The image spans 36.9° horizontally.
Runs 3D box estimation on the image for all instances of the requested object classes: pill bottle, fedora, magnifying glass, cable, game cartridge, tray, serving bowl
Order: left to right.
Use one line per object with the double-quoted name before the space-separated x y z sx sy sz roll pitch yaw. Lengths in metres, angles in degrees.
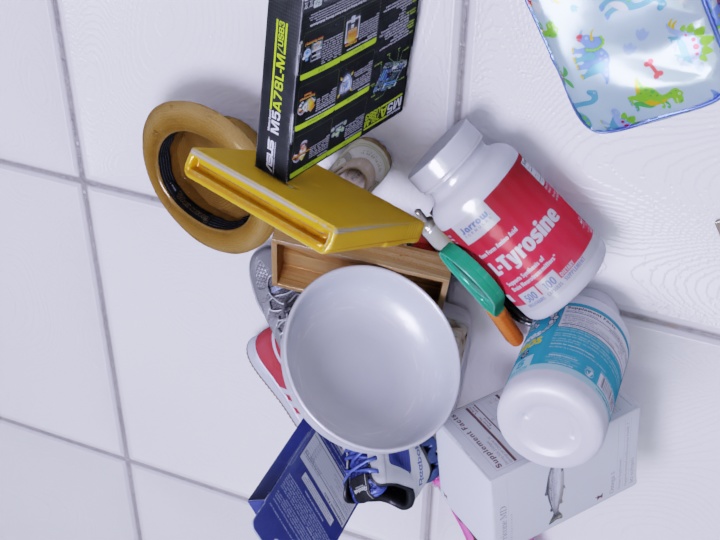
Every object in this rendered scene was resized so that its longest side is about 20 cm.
"fedora" -0.158 -0.117 1.232 0.199 0.082 0.203 22 132 26
"game cartridge" -0.050 -0.070 1.061 0.175 0.199 0.033 30 105 23
"tray" 0.000 0.000 1.207 0.197 0.037 0.099 12 149 3
"serving bowl" 0.004 0.099 1.137 0.199 0.201 0.066 39 149 -4
"cable" 0.122 0.005 1.202 0.200 0.050 0.097 47 129 -11
"magnifying glass" 0.137 0.032 1.160 0.079 0.022 0.200 41 177 37
"pill bottle" 0.147 -0.055 1.107 0.200 0.113 0.112 44 130 -8
"pill bottle" 0.218 0.101 1.124 0.109 0.200 0.112 13 127 18

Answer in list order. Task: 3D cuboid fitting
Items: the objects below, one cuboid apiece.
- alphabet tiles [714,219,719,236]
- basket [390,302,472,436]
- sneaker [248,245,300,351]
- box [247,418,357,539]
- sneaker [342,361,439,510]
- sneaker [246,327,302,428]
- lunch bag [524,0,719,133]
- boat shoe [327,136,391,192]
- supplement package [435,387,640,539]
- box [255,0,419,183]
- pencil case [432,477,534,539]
"alphabet tiles" 0.449 -0.012 1.056 0.165 0.006 0.201 -15 115 33
"basket" 0.044 0.139 1.287 0.134 0.124 0.202 18 129 14
"sneaker" -0.073 0.056 1.278 0.202 0.074 0.082 63 175 11
"box" -0.058 0.255 1.208 0.032 0.200 0.122 -12 117 34
"sneaker" 0.010 0.187 1.180 0.080 0.115 0.200 -31 104 38
"sneaker" -0.049 0.145 1.373 0.200 0.071 0.112 49 133 -9
"lunch bag" 0.243 -0.231 0.955 0.159 0.083 0.201 -15 115 35
"boat shoe" -0.038 -0.067 1.221 0.072 0.065 0.200 40 131 -5
"supplement package" 0.195 0.201 1.190 0.117 0.198 0.118 44 149 49
"box" -0.016 -0.208 1.023 0.047 0.200 0.195 31 134 22
"pencil case" 0.160 0.315 1.380 0.093 0.091 0.202 -26 111 0
